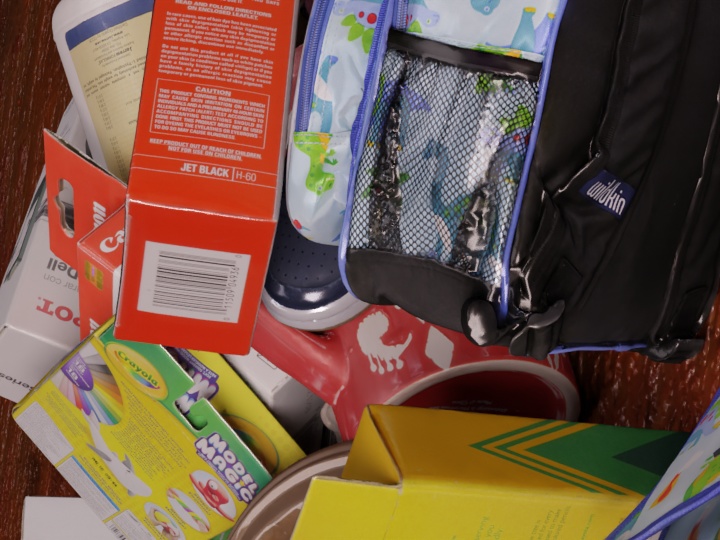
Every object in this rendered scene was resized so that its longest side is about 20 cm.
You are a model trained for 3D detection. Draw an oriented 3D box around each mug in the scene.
[{"bbox_3d":[0.005,0.006,1.017,0.134,0.177,0.201,70,-178,-53],"label":"mug"}]

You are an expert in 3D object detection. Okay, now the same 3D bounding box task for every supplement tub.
[{"bbox_3d":[-0.078,-0.073,1.197,0.144,0.144,0.201,-19,89,65],"label":"supplement tub"}]

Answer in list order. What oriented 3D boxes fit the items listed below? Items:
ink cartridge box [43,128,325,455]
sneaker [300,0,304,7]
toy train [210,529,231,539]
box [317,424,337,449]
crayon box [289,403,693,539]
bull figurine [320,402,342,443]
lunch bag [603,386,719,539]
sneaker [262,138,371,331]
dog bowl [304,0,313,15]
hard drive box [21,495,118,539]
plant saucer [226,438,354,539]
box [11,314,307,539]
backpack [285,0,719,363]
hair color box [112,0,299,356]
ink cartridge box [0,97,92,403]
[{"bbox_3d":[-0.106,0.024,1.113,0.200,0.050,0.109,36,147,20],"label":"ink cartridge box"},{"bbox_3d":[-0.057,-0.144,1.085,0.085,0.074,0.201,-165,89,-85],"label":"sneaker"},{"bbox_3d":[-0.090,0.183,1.135,0.056,0.042,0.200,-38,20,31],"label":"toy train"},{"bbox_3d":[-0.033,0.160,1.203,0.158,0.048,0.201,174,102,-66],"label":"box"},{"bbox_3d":[0.052,0.119,0.812,0.051,0.199,0.127,-117,40,-53],"label":"crayon box"},{"bbox_3d":[0.009,0.155,1.028,0.065,0.121,0.201,-13,84,26],"label":"bull figurine"},{"bbox_3d":[0.159,0.094,0.678,0.170,0.127,0.201,132,152,-58],"label":"lunch bag"},{"bbox_3d":[-0.001,-0.080,0.931,0.109,0.070,0.201,70,-140,-55],"label":"sneaker"},{"bbox_3d":[0.028,-0.200,1.127,0.200,0.073,0.201,-173,90,-67],"label":"dog bowl"},{"bbox_3d":[-0.134,0.214,1.265,0.200,0.076,0.157,31,-119,-76],"label":"hard drive box"},{"bbox_3d":[0.018,0.172,0.931,0.029,0.199,0.201,-21,-53,-65],"label":"plant saucer"},{"bbox_3d":[-0.101,0.080,1.073,0.117,0.048,0.200,49,154,-3],"label":"box"},{"bbox_3d":[0.066,-0.078,0.836,0.146,0.183,0.201,17,97,30],"label":"backpack"},{"bbox_3d":[-0.060,-0.077,0.893,0.102,0.061,0.201,105,171,-54],"label":"hair color box"},{"bbox_3d":[-0.130,-0.005,1.290,0.084,0.145,0.201,-46,25,54],"label":"ink cartridge box"}]
